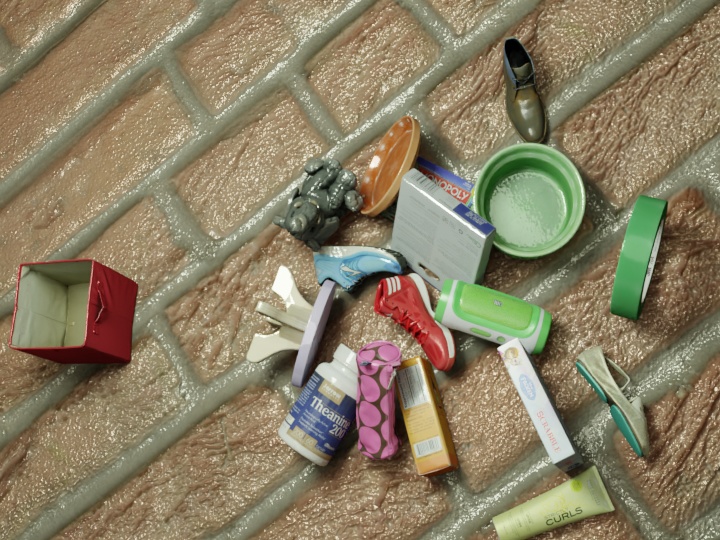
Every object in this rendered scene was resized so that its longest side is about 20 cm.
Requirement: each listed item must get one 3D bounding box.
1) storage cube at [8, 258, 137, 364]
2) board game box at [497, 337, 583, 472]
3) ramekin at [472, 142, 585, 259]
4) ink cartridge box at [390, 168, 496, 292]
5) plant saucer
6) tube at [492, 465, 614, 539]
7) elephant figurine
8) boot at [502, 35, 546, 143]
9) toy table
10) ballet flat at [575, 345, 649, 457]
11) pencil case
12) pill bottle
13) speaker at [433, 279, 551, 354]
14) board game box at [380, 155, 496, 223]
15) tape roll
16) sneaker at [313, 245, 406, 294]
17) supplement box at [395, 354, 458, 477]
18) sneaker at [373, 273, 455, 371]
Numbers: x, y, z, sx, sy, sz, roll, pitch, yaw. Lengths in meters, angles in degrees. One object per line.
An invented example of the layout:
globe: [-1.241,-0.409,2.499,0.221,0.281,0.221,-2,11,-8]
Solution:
storage cube: [-0.567,0.088,1.870,0.195,0.180,0.175,-3,74,16]
board game box: [0.299,0.225,1.539,0.041,0.199,0.203,-27,68,8]
ramekin: [0.299,-0.116,1.672,0.195,0.098,0.205,-1,80,7]
ink cartridge box: [0.145,-0.055,1.692,0.195,0.202,0.043,38,57,23]
plant saucer: [0.058,-0.193,1.758,0.032,0.200,0.204,25,82,-19]
tube: [0.319,0.401,1.568,0.196,0.052,0.059,-24,110,5]
elephant figurine: [-0.097,-0.106,1.734,0.139,0.157,0.201,14,52,32]
boot: [0.299,-0.337,1.749,0.073,0.097,0.204,-16,71,13]
toy table: [-0.129,0.100,1.736,0.115,0.184,0.204,19,70,5]
ballet flat: [0.439,0.214,1.572,0.062,0.068,0.202,-30,68,-3]
pencil case: [0.035,0.231,1.631,0.093,0.090,0.205,20,122,41]
pill bottle: [-0.055,0.241,1.698,0.110,0.111,0.202,31,86,23]
speaker: [0.232,0.081,1.641,0.196,0.089,0.090,18,80,5]
board game box: [0.147,-0.121,1.777,0.198,0.029,0.136,30,87,23]
tape roll: [0.463,-0.021,1.553,0.047,0.200,0.205,15,80,21]
sneaker: [0.000,0.000,1.773,0.196,0.078,0.092,0,87,31]
supplement box: [0.114,0.259,1.663,0.067,0.066,0.204,-18,70,15]
sneaker: [0.086,0.099,1.681,0.202,0.113,0.079,62,139,31]
